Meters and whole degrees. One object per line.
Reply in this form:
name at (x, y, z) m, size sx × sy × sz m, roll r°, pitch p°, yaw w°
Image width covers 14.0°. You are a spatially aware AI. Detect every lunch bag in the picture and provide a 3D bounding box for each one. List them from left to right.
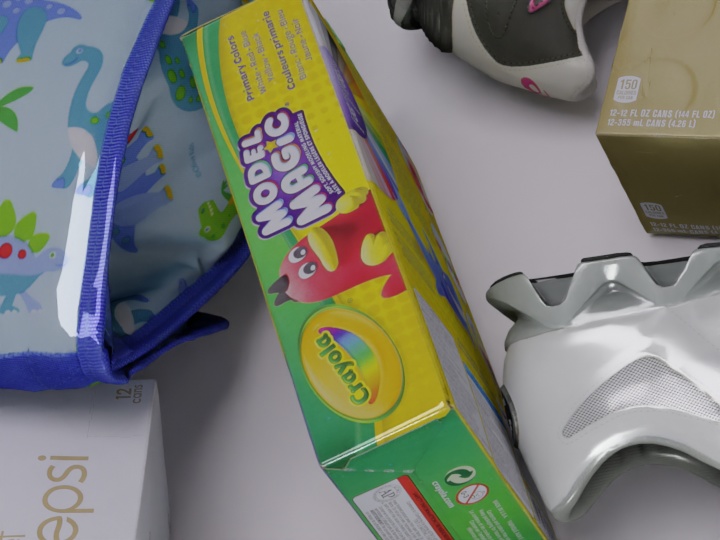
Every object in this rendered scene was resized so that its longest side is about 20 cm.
lunch bag at (-0.125, -0.033, 0.979) m, size 0.170 × 0.128 × 0.200 m, roll -2°, pitch 40°, yaw 23°

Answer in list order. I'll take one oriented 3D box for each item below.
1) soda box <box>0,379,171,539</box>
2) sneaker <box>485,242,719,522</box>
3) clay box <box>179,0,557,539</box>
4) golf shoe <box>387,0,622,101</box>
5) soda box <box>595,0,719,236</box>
soda box at (-0.097, 0.115, 0.869) m, size 0.068 × 0.064 × 0.200 m, roll -2°, pitch 34°, yaw 2°
sneaker at (0.142, 0.032, 0.876) m, size 0.199 × 0.074 × 0.089 m, roll -11°, pitch 74°, yaw 14°
clay box at (0.000, 0.000, 0.921) m, size 0.048 × 0.115 × 0.200 m, roll -26°, pitch 52°, yaw 7°
golf shoe at (0.095, -0.145, 1.012) m, size 0.088 × 0.077 × 0.200 m, roll 36°, pitch 80°, yaw 16°
soda box at (0.180, -0.050, 0.907) m, size 0.199 × 0.064 × 0.068 m, roll 3°, pitch 60°, yaw 26°
